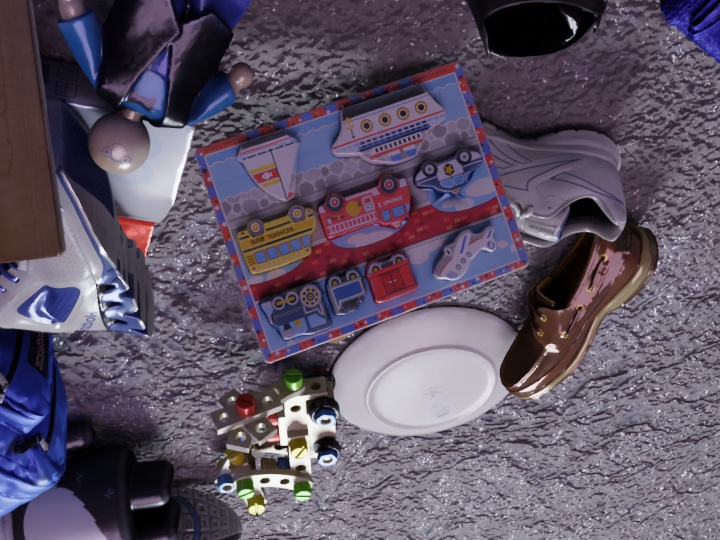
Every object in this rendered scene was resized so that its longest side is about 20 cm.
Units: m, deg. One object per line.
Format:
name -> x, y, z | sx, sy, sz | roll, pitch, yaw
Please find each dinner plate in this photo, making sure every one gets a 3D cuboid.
dinner plate -> 0.067, 0.110, 0.961 | 0.197, 0.024, 0.202 | -6, 138, -6

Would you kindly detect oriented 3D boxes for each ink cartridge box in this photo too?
ink cartridge box -> -0.217, -0.054, 0.702 | 0.158, 0.048, 0.201 | 8, 132, -21

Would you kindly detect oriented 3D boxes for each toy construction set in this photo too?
toy construction set -> -0.084, 0.156, 0.933 | 0.129, 0.093, 0.201 | -6, 148, -6

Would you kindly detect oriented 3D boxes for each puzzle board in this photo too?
puzzle board -> 0.003, -0.043, 0.675 | 0.197, 0.153, 0.017 | -20, 180, -9
puzzle board -> -0.254, -0.102, 0.567 | 0.148, 0.017, 0.204 | -5, 96, 6

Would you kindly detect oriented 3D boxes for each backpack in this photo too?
backpack -> -0.312, 0.101, 0.749 | 0.166, 0.164, 0.200 | -26, 135, 17

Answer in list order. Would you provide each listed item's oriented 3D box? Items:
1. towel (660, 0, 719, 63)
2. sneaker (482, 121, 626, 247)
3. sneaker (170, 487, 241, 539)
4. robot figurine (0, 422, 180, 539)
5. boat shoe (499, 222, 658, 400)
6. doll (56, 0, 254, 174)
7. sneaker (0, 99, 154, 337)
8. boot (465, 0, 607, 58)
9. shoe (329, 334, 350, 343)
towel -> 0.318, -0.208, 0.658 | 0.146, 0.050, 0.200 | 24, 127, -32
sneaker -> 0.113, -0.061, 0.741 | 0.197, 0.088, 0.075 | -3, 139, -8
sneaker -> -0.224, 0.283, 1.046 | 0.196, 0.076, 0.087 | -4, 150, 0
robot figurine -> -0.276, 0.238, 0.941 | 0.197, 0.152, 0.125 | -8, 154, -5
boat shoe -> 0.178, 0.032, 0.872 | 0.067, 0.073, 0.201 | 19, 123, -23
doll -> -0.120, -0.149, 0.594 | 0.135, 0.049, 0.202 | 17, 116, -27
sneaker -> -0.217, -0.011, 0.662 | 0.113, 0.081, 0.201 | -11, 142, -2
boot -> 0.145, -0.185, 0.578 | 0.197, 0.140, 0.078 | -15, 138, 2
shoe -> 0.000, 0.000, 0.782 | 0.053, 0.070, 0.200 | 37, 147, -7
